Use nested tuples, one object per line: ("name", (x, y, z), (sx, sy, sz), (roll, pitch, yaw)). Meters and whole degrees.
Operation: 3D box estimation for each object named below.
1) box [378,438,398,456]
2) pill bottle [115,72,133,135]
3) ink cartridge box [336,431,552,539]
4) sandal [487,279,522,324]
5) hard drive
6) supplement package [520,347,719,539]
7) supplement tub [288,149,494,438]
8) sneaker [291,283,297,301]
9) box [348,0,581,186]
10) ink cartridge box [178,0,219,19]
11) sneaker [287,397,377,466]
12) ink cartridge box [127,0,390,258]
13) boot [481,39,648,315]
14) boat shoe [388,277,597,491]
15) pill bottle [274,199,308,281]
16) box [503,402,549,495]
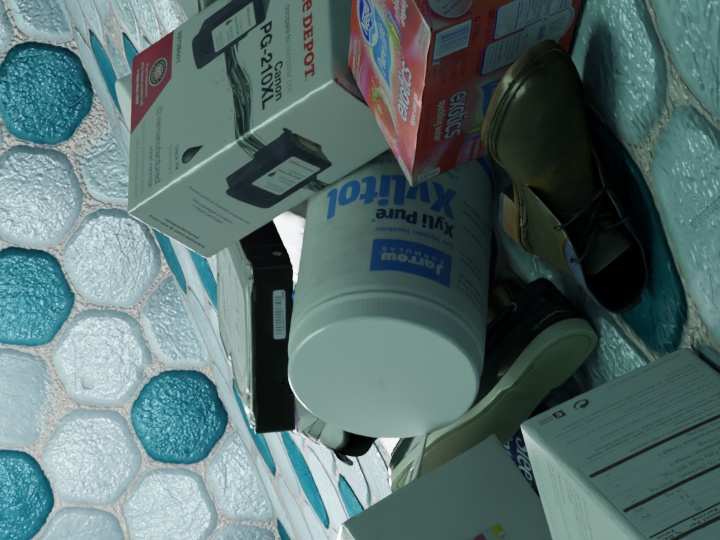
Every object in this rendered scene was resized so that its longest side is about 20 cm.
("box", (0.074, 0.124, 1.628), (0.200, 0.100, 0.096), (55, 164, 43))
("pill bottle", (-0.081, -0.142, 1.538), (0.113, 0.200, 0.113), (60, 167, 23))
("ink cartridge box", (0.070, 0.218, 1.319), (0.200, 0.125, 0.129), (54, 159, 19))
("sandal", (0.090, 0.041, 1.502), (0.200, 0.055, 0.082), (39, 151, 66))
("hard drive", (-0.085, 0.022, 1.548), (0.200, 0.038, 0.140), (-115, 23, -64))
("supplement package", (0.192, 0.150, 1.108), (0.200, 0.117, 0.117), (-133, 23, -59))
("supplement tub", (0.023, -0.002, 1.346), (0.132, 0.132, 0.200), (78, -167, -46))
("sneaker", (0.000, 0.000, 1.471), (0.105, 0.076, 0.200), (35, -149, -38))
("box", (0.059, -0.146, 1.161), (0.200, 0.102, 0.095), (93, 152, -68))
("ink cartridge box", (-0.094, -0.286, 1.450), (0.200, 0.144, 0.084), (60, 167, 25))
("sneaker", (0.027, 0.065, 1.572), (0.140, 0.200, 0.078), (31, 179, 41))
("ink cartridge box", (-0.063, -0.121, 1.358), (0.084, 0.200, 0.145), (31, -137, -38))
("boot", (0.129, -0.051, 1.148), (0.097, 0.075, 0.200), (47, 168, 26))
("boat shoe", (0.080, 0.079, 1.384), (0.199, 0.074, 0.066), (-50, 53, 35))
("pill bottle", (-0.031, -0.061, 1.678), (0.120, 0.120, 0.200), (62, 168, 17))
("box", (0.131, 0.143, 1.451), (0.200, 0.032, 0.121), (36, 153, 33))
